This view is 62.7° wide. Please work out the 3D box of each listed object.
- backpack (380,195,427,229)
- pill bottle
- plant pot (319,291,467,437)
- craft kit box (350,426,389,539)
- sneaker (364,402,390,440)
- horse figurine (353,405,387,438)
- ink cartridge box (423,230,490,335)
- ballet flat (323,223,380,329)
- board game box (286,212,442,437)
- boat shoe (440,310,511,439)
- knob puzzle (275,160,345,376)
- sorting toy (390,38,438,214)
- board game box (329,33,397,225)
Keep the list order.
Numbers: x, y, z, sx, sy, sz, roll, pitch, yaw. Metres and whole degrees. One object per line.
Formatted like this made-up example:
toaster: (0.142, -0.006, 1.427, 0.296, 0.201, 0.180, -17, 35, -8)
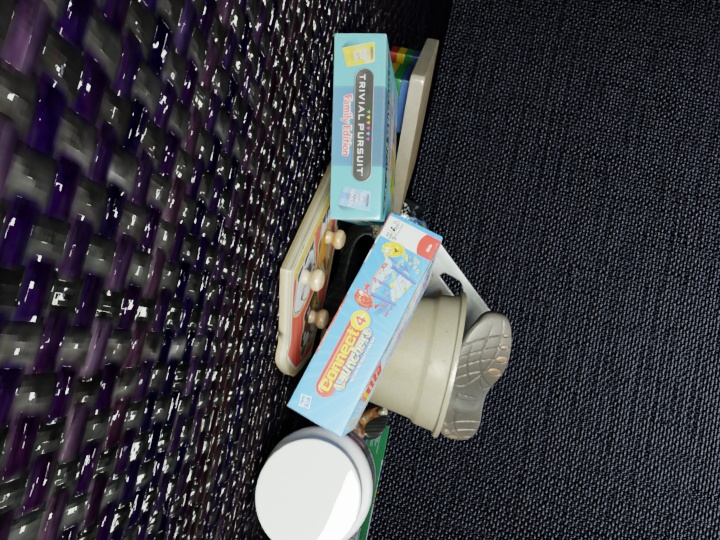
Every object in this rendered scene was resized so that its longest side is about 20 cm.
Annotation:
backpack: (0.069, -0.042, 1.156, 0.163, 0.152, 0.202, -85, -161, -80)
pill bottle: (-0.041, 0.220, 0.612, 0.200, 0.112, 0.116, 81, 22, -76)
plant pot: (0.038, 0.110, 0.826, 0.200, 0.181, 0.204, 12, 90, -85)
craft kit box: (-0.030, 0.384, 1.058, 0.197, 0.048, 0.202, -34, -146, 54)
sneaker: (-0.003, 0.216, 0.999, 0.201, 0.073, 0.089, -106, -151, -52)
horse figurine: (-0.039, 0.257, 0.823, 0.200, 0.050, 0.133, -47, 178, -3)
ink cartridge box: (0.111, 0.058, 1.007, 0.173, 0.201, 0.044, -37, -177, 17)
ballet flat: (0.000, 0.000, 0.772, 0.067, 0.056, 0.201, 50, 38, -28)
board game box: (0.010, 0.065, 0.610, 0.198, 0.055, 0.200, -61, 172, -11)
boat shoe: (0.154, 0.143, 0.846, 0.073, 0.073, 0.202, -92, -160, -70)
knob puzzle: (-0.042, 0.020, 0.598, 0.220, 0.030, 0.223, 12, 90, -85)
sorting toy: (0.053, -0.214, 0.855, 0.201, 0.069, 0.201, -71, 171, -55)
board game box: (0.009, -0.123, 0.586, 0.200, 0.046, 0.154, -29, 121, -83)
